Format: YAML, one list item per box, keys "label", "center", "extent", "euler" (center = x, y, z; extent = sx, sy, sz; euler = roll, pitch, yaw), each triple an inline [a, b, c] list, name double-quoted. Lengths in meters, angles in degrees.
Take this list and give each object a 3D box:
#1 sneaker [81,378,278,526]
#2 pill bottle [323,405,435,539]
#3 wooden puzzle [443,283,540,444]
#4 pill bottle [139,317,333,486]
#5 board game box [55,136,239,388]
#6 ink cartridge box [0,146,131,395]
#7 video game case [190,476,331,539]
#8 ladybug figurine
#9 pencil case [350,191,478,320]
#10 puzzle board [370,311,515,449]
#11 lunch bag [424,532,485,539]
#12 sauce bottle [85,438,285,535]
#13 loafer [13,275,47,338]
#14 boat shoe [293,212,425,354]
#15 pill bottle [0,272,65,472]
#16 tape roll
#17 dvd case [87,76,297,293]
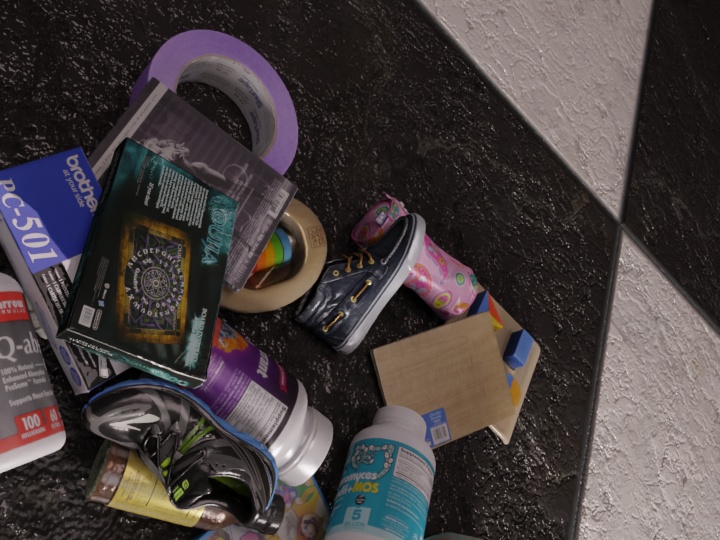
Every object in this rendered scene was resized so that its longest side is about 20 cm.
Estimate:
- label: "sneaker"
  center: [-0.161, 0.169, 0.632]
  extent: [0.198, 0.071, 0.083]
  euler: [35, 26, -18]
- label: "pill bottle"
  center: [0.027, 0.262, 0.804]
  extent: [0.110, 0.110, 0.202]
  euler: [41, 42, -21]
- label: "wooden puzzle"
  center: [0.202, 0.129, 1.048]
  extent: [0.200, 0.046, 0.187]
  euler: [46, 51, -18]
- label: "pill bottle"
  center: [-0.126, 0.140, 0.729]
  extent: [0.199, 0.110, 0.113]
  euler: [41, 53, -21]
- label: "board game box"
  center: [-0.187, -0.008, 0.640]
  extent: [0.134, 0.028, 0.204]
  euler: [30, 50, -35]
- label: "ink cartridge box"
  center: [-0.258, -0.001, 0.630]
  extent: [0.093, 0.044, 0.204]
  euler: [-30, 97, -41]
- label: "video game case"
  center: [-0.103, 0.320, 0.747]
  extent: [0.198, 0.018, 0.146]
  euler: [-30, 95, -42]
- label: "ladybug figurine"
  center: [-0.124, -0.020, 0.809]
  extent: [0.197, 0.071, 0.139]
  euler: [-14, 89, -41]
- label: "pencil case"
  center: [0.079, -0.018, 0.971]
  extent: [0.199, 0.087, 0.089]
  euler: [41, 53, -22]
- label: "puzzle board"
  center: [0.117, 0.156, 0.955]
  extent: [0.196, 0.017, 0.154]
  euler: [-15, 89, -25]
- label: "lunch bag"
  center: [0.140, 0.384, 0.826]
  extent: [0.197, 0.169, 0.125]
  euler: [5, 77, -40]
- label: "sauce bottle"
  center: [-0.169, 0.222, 0.690]
  extent: [0.197, 0.064, 0.066]
  euler: [27, 59, -27]
- label: "loafer"
  center: [-0.255, -0.002, 0.707]
  extent: [0.199, 0.069, 0.071]
  euler: [-35, 110, -39]
- label: "boat shoe"
  center: [0.000, 0.000, 0.863]
  extent: [0.090, 0.071, 0.203]
  euler: [33, 89, -23]
- label: "pill bottle"
  center: [-0.332, 0.071, 0.579]
  extent: [0.114, 0.115, 0.205]
  euler: [-16, 85, -41]
- label: "tape roll"
  center: [-0.173, -0.181, 0.833]
  extent: [0.197, 0.065, 0.205]
  euler: [14, 67, -36]
- label: "dvd case"
  center: [-0.177, -0.092, 0.736]
  extent: [0.198, 0.016, 0.151]
  euler: [36, 58, -16]
